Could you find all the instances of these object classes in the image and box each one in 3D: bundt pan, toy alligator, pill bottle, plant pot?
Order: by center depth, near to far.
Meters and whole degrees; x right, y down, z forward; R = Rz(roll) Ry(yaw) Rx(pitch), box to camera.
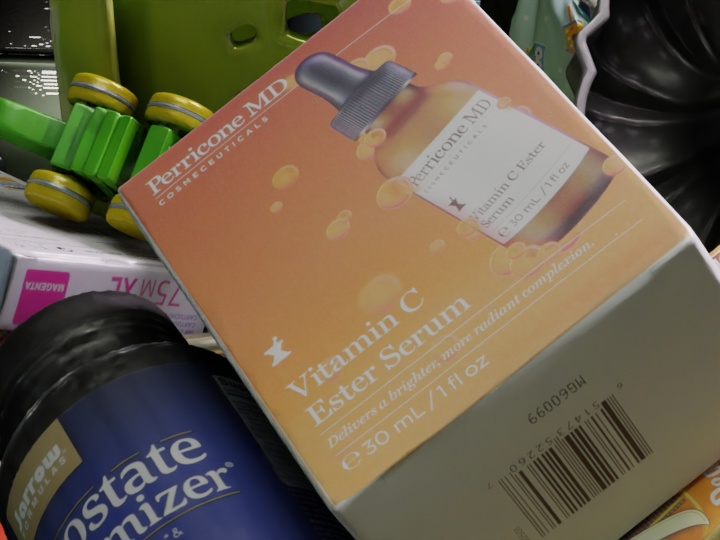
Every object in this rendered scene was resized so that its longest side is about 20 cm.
[{"bbox_3d":[-0.067,0.098,0.991,0.112,0.112,0.200,-14,40,-23],"label":"pill bottle"},{"bbox_3d":[-0.074,-0.038,1.153,0.200,0.054,0.059,15,77,23],"label":"toy alligator"},{"bbox_3d":[0.177,-0.065,1.173,0.202,0.202,0.076,-7,-7,-14],"label":"bundt pan"},{"bbox_3d":[-0.042,-0.101,1.263,0.181,0.199,0.200,0,33,5],"label":"plant pot"}]

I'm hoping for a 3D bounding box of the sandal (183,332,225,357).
[{"bbox_3d":[0.000,0.000,1.145,0.200,0.054,0.080,-20,2,-13],"label":"sandal"}]

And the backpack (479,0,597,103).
[{"bbox_3d":[0.146,-0.083,1.301,0.127,0.167,0.200,-32,58,-24],"label":"backpack"}]

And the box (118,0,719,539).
[{"bbox_3d":[0.030,0.008,0.974,0.152,0.106,0.200,-39,45,0],"label":"box"}]

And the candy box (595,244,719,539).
[{"bbox_3d":[0.103,0.081,0.986,0.200,0.055,0.115,-35,40,2],"label":"candy box"}]

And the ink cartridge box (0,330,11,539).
[{"bbox_3d":[-0.169,0.056,1.138,0.200,0.050,0.109,18,35,22],"label":"ink cartridge box"}]

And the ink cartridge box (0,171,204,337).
[{"bbox_3d":[-0.172,-0.018,1.184,0.200,0.042,0.119,26,13,40],"label":"ink cartridge box"}]

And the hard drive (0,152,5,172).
[{"bbox_3d":[-0.290,-0.058,1.317,0.200,0.033,0.140,-12,37,-22],"label":"hard drive"}]
